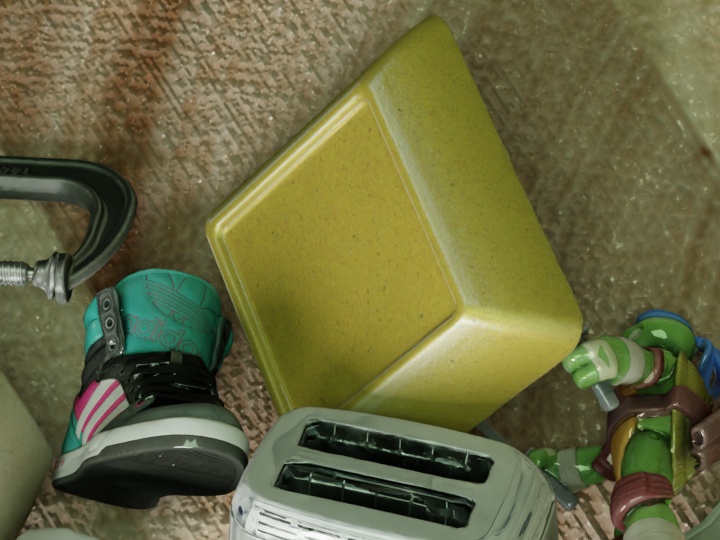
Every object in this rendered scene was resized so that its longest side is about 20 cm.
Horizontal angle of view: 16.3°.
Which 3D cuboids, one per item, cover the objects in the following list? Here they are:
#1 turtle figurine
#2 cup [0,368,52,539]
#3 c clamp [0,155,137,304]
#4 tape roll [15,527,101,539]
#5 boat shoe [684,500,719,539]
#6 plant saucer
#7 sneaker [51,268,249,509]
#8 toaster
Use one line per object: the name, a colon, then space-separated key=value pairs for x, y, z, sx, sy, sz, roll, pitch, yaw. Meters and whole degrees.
turtle figurine: x=0.110 y=0.097 z=1.307 sx=0.200 sy=0.194 sz=0.144 roll=24 pitch=134 yaw=-26
cup: x=-0.249 y=0.102 z=1.337 sx=0.143 sy=0.200 sz=0.201 roll=-35 pitch=85 yaw=-14
c clamp: x=-0.222 y=-0.012 z=1.358 sx=0.199 sy=0.171 sz=0.027 roll=-1 pitch=125 yaw=1
tape roll: x=-0.124 y=0.225 z=1.270 sx=0.202 sy=0.203 sz=0.071 roll=40 pitch=59 yaw=6
boat shoe: x=0.230 y=0.143 z=1.344 sx=0.200 sy=0.074 sz=0.060 roll=-42 pitch=126 yaw=-14
plant saucer: x=0.000 y=0.000 z=1.302 sx=0.200 sy=0.048 sz=0.201 roll=-40 pitch=61 yaw=34
sneaker: x=-0.101 y=0.057 z=1.325 sx=0.083 sy=0.200 sz=0.121 roll=17 pitch=74 yaw=-22
toaster: x=0.010 y=0.149 z=1.244 sx=0.199 sy=0.114 sz=0.130 roll=12 pitch=124 yaw=15
